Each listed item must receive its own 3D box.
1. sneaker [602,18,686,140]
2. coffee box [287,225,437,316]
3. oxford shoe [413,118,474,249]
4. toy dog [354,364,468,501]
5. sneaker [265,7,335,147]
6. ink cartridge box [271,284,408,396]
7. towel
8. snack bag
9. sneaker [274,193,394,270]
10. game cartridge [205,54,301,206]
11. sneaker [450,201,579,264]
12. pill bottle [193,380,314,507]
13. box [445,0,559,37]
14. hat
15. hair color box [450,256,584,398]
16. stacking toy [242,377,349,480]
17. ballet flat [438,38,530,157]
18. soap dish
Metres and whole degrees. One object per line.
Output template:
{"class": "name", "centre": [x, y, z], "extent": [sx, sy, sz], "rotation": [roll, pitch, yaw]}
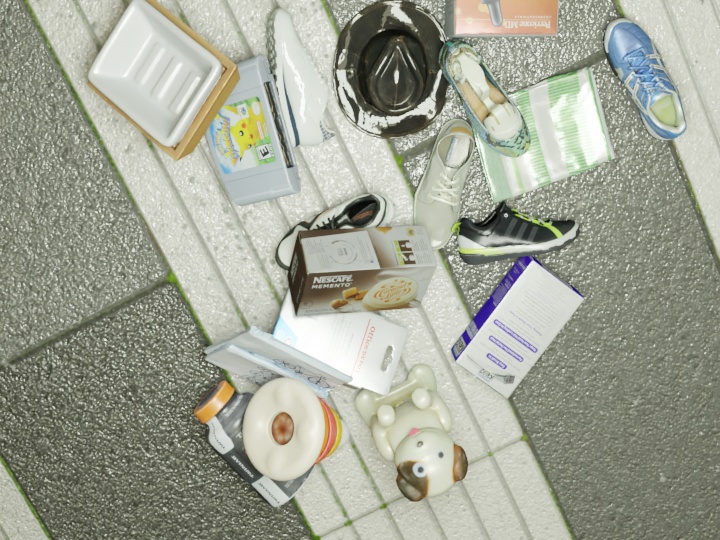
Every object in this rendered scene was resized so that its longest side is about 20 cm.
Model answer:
{"class": "sneaker", "centre": [0.427, -0.283, 1.402], "extent": [0.075, 0.077, 0.201], "rotation": [-34, 101, 8]}
{"class": "coffee box", "centre": [0.000, 0.000, 1.405], "extent": [0.196, 0.081, 0.115], "rotation": [-3, 144, -18]}
{"class": "oxford shoe", "centre": [0.127, -0.128, 1.441], "extent": [0.074, 0.058, 0.204], "rotation": [12, 105, -8]}
{"class": "toy dog", "centre": [0.083, 0.268, 1.452], "extent": [0.137, 0.200, 0.198], "rotation": [-14, 108, -7]}
{"class": "sneaker", "centre": [-0.090, -0.284, 1.397], "extent": [0.079, 0.077, 0.204], "rotation": [-12, 110, -8]}
{"class": "ink cartridge box", "centre": [-0.038, 0.110, 1.468], "extent": [0.197, 0.067, 0.118], "rotation": [22, 78, -6]}
{"class": "towel", "centre": [0.273, -0.206, 1.433], "extent": [0.196, 0.023, 0.155], "rotation": [-19, 99, 0]}
{"class": "snack bag", "centre": [-0.123, 0.147, 1.427], "extent": [0.187, 0.199, 0.022], "rotation": [29, 63, -21]}
{"class": "sneaker", "centre": [-0.045, -0.065, 1.432], "extent": [0.198, 0.080, 0.075], "rotation": [-30, 82, 4]}
{"class": "game cartridge", "centre": [-0.167, -0.200, 1.394], "extent": [0.132, 0.040, 0.204], "rotation": [-9, 101, 38]}
{"class": "sneaker", "centre": [0.238, -0.065, 1.449], "extent": [0.196, 0.072, 0.084], "rotation": [-11, 100, -3]}
{"class": "pill bottle", "centre": [-0.171, 0.268, 1.500], "extent": [0.106, 0.106, 0.200], "rotation": [-42, 101, 8]}
{"class": "box", "centre": [0.200, -0.434, 1.343], "extent": [0.149, 0.106, 0.204], "rotation": [-1, 101, -2]}
{"class": "hat", "centre": [0.047, -0.291, 1.387], "extent": [0.196, 0.081, 0.205], "rotation": [0, 103, -1]}
{"class": "hair color box", "centre": [0.243, 0.085, 1.489], "extent": [0.109, 0.065, 0.201], "rotation": [34, 99, -12]}
{"class": "stacking toy", "centre": [-0.072, 0.244, 1.456], "extent": [0.144, 0.199, 0.149], "rotation": [-6, 77, 30]}
{"class": "ballet flat", "centre": [0.182, -0.246, 1.379], "extent": [0.074, 0.074, 0.201], "rotation": [-39, 99, 8]}
{"class": "soap dish", "centre": [-0.276, -0.273, 1.349], "extent": [0.199, 0.081, 0.158], "rotation": [39, 100, 19]}
